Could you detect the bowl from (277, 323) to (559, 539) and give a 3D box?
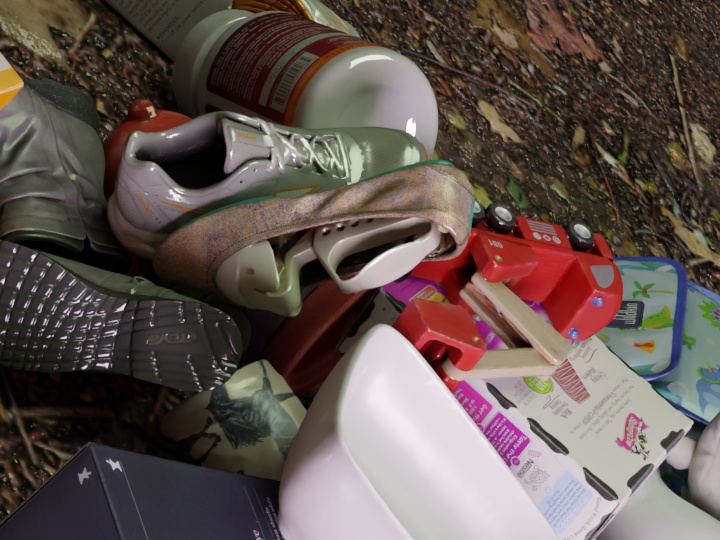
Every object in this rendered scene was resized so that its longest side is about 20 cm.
[{"bbox_3d":[0.031,0.145,1.352,0.200,0.074,0.200,51,19,-9],"label":"bowl"}]

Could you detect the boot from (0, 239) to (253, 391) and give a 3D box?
[{"bbox_3d":[-0.161,0.027,1.454,0.199,0.068,0.131,16,2,-4],"label":"boot"}]

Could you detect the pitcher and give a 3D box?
[{"bbox_3d":[0.223,0.222,1.712,0.171,0.121,0.200,38,14,-50],"label":"pitcher"}]

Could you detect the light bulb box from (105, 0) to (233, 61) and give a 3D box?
[{"bbox_3d":[-0.150,-0.294,1.811,0.200,0.125,0.199,41,29,-11],"label":"light bulb box"}]

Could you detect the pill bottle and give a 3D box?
[{"bbox_3d":[-0.042,-0.114,1.669,0.109,0.110,0.200,26,1,-35],"label":"pill bottle"}]

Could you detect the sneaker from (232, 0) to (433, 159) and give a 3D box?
[{"bbox_3d":[-0.008,-0.142,1.865,0.200,0.076,0.092,52,22,2],"label":"sneaker"}]

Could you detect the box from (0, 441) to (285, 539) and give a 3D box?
[{"bbox_3d":[-0.080,0.209,1.293,0.182,0.104,0.201,18,39,-46],"label":"box"}]

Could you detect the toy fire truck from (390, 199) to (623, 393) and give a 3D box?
[{"bbox_3d":[0.089,0.022,1.523,0.199,0.049,0.142,12,40,-33],"label":"toy fire truck"}]

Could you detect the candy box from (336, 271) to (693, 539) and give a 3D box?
[{"bbox_3d":[0.099,0.074,1.568,0.200,0.061,0.136,41,32,10],"label":"candy box"}]

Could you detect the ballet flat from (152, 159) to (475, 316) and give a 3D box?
[{"bbox_3d":[-0.028,-0.012,1.456,0.068,0.199,0.068,60,17,-50],"label":"ballet flat"}]

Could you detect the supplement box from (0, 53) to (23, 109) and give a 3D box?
[{"bbox_3d":[-0.302,-0.137,1.397,0.200,0.126,0.073,51,29,5],"label":"supplement box"}]

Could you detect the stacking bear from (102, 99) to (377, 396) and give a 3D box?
[{"bbox_3d":[-0.086,-0.022,1.582,0.200,0.122,0.114,44,43,12],"label":"stacking bear"}]

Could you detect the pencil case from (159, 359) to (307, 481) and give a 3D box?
[{"bbox_3d":[-0.036,0.144,1.468,0.078,0.090,0.200,-32,78,-26],"label":"pencil case"}]

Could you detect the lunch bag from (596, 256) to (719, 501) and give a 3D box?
[{"bbox_3d":[0.213,0.080,1.865,0.199,0.128,0.170,29,33,-7],"label":"lunch bag"}]

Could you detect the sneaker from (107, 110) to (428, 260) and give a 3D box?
[{"bbox_3d":[-0.053,-0.059,1.493,0.199,0.092,0.076,-11,61,-11],"label":"sneaker"}]

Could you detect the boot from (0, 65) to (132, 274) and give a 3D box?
[{"bbox_3d":[-0.221,-0.065,1.487,0.199,0.070,0.132,15,47,-40],"label":"boot"}]

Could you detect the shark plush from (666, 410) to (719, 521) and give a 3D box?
[{"bbox_3d":[0.282,0.161,1.753,0.091,0.083,0.201,32,-26,47],"label":"shark plush"}]
